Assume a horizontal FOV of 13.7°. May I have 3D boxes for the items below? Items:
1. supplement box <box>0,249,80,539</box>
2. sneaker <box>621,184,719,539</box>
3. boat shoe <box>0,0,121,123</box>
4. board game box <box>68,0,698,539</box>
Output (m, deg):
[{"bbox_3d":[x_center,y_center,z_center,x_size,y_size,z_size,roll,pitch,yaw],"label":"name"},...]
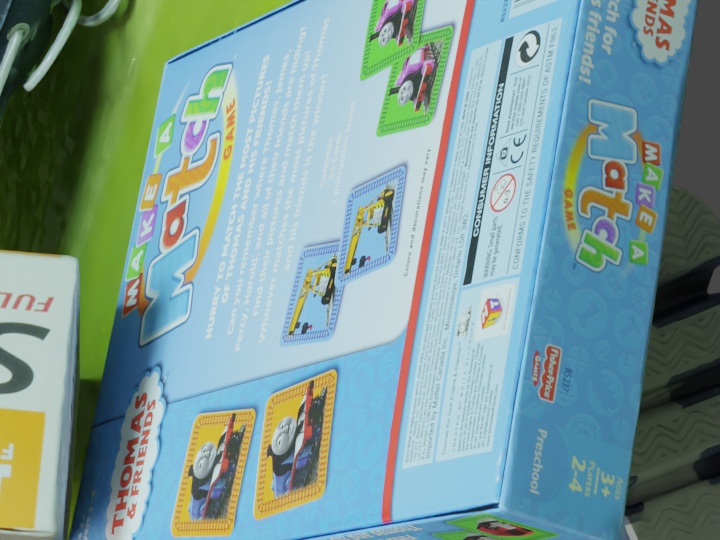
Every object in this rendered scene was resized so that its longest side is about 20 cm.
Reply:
[{"bbox_3d":[-0.140,0.042,0.820,0.200,0.126,0.074,120,155,-78],"label":"supplement box"},{"bbox_3d":[0.047,0.078,0.747,0.115,0.080,0.200,-3,97,52],"label":"sneaker"},{"bbox_3d":[-0.117,-0.072,0.863,0.075,0.062,0.200,39,111,45],"label":"boat shoe"},{"bbox_3d":[0.000,0.000,0.717,0.200,0.037,0.151,-17,58,55],"label":"board game box"}]
